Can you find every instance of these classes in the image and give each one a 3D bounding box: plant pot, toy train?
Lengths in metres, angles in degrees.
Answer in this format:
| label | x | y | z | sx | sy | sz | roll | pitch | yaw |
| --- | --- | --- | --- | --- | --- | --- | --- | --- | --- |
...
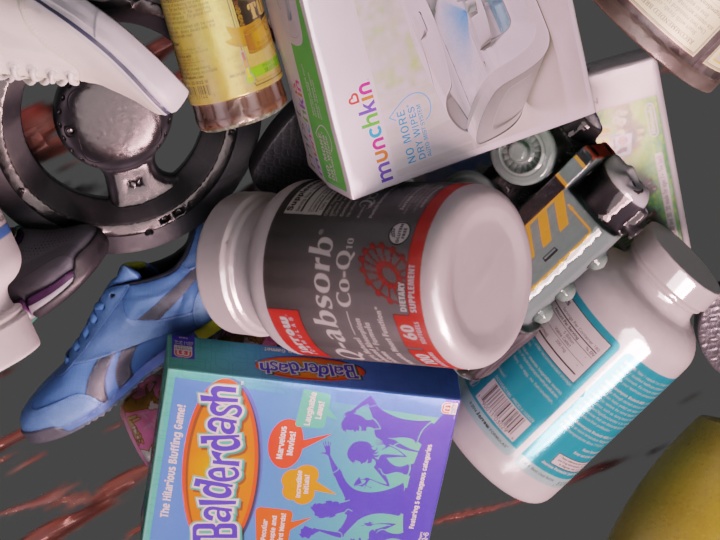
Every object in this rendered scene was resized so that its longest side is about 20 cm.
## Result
| label | x | y | z | sx | sy | sz | roll | pitch | yaw |
| --- | --- | --- | --- | --- | --- | --- | --- | --- | --- |
| plant pot | 0.279 | 0.186 | 1.830 | 0.199 | 0.200 | 0.143 | 13 | 91 | -17 |
| toy train | 0.101 | -0.020 | 1.673 | 0.200 | 0.085 | 0.114 | -44 | 81 | 18 |

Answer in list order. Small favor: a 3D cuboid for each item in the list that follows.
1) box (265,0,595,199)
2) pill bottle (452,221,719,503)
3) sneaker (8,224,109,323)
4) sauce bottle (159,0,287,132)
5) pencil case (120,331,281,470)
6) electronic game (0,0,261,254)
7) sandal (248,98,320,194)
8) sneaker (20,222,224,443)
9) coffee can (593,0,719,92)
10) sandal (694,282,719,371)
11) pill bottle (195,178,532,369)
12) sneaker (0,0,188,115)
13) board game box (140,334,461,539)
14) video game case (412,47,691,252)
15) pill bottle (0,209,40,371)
| label | x | y | z | sx | sy | sz | roll | pitch | yaw |
| --- | --- | --- | --- | --- | --- | --- | --- | --- | --- |
| box | 0.034 | -0.174 | 1.574 | 0.175 | 0.097 | 0.201 | -19 | 112 | -14 |
| pill bottle | 0.156 | 0.059 | 1.734 | 0.111 | 0.111 | 0.200 | 36 | 109 | -26 |
| sneaker | -0.261 | -0.001 | 1.648 | 0.199 | 0.075 | 0.088 | -23 | 114 | 28 |
| sauce bottle | -0.100 | -0.190 | 1.574 | 0.064 | 0.065 | 0.201 | -16 | 107 | 0 |
| pencil case | -0.075 | 0.072 | 1.741 | 0.200 | 0.087 | 0.083 | -37 | 126 | 12 |
| electronic game | -0.163 | -0.106 | 1.645 | 0.198 | 0.042 | 0.202 | -4 | 113 | -9 |
| sandal | 0.003 | -0.126 | 1.670 | 0.200 | 0.043 | 0.076 | -47 | 126 | 6 |
| sneaker | -0.166 | 0.040 | 1.723 | 0.200 | 0.066 | 0.079 | -36 | 109 | 11 |
| coffee can | 0.238 | -0.235 | 1.580 | 0.146 | 0.147 | 0.200 | 35 | 109 | -26 |
| sandal | 0.319 | 0.051 | 1.825 | 0.199 | 0.043 | 0.076 | 19 | 123 | -30 |
| pill bottle | 0.000 | 0.000 | 1.603 | 0.199 | 0.116 | 0.116 | 3 | 131 | 36 |
| sneaker | -0.202 | -0.145 | 1.560 | 0.199 | 0.073 | 0.071 | 33 | 88 | 4 |
| board game box | -0.043 | 0.127 | 1.699 | 0.198 | 0.045 | 0.153 | 6 | 121 | -7 |
| video game case | 0.134 | -0.043 | 1.748 | 0.181 | 0.022 | 0.201 | -15 | 122 | -1 |
| pill bottle | -0.280 | -0.025 | 1.561 | 0.112 | 0.112 | 0.201 | -24 | 98 | 4 |
